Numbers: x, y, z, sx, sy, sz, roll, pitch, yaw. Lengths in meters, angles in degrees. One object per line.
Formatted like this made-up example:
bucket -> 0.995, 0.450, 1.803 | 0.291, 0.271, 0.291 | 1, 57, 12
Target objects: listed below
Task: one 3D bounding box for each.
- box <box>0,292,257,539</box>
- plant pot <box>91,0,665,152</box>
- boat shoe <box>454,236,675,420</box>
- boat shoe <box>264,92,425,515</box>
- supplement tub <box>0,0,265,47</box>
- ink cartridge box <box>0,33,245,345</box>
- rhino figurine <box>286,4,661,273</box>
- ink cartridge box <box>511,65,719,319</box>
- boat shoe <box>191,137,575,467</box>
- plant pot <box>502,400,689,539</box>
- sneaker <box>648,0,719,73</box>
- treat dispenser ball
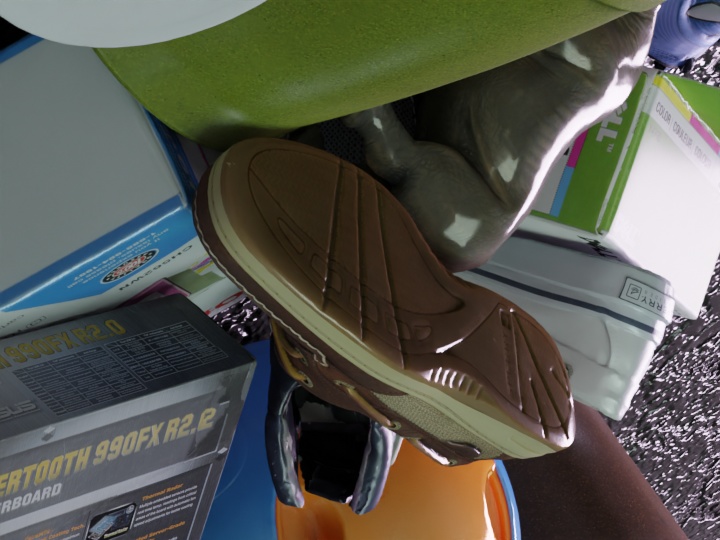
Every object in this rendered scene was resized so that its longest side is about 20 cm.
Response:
box -> -0.140, 0.103, 0.846 | 0.199, 0.048, 0.159 | -17, 134, -45
plant pot -> 0.000, -0.140, 0.804 | 0.192, 0.201, 0.200 | -30, 151, 26
boat shoe -> 0.039, 0.015, 1.030 | 0.073, 0.199, 0.067 | 26, 81, -43
boat shoe -> 0.000, 0.000, 0.948 | 0.074, 0.093, 0.201 | 3, 115, 6
supplement tub -> -0.083, -0.173, 0.654 | 0.144, 0.200, 0.145 | -20, 148, -13
ink cartridge box -> -0.122, -0.010, 0.908 | 0.144, 0.085, 0.200 | -29, 171, 3
rhino figurine -> 0.064, -0.085, 0.913 | 0.087, 0.060, 0.200 | 44, 76, -16
ink cartridge box -> 0.133, -0.029, 1.018 | 0.148, 0.199, 0.076 | 33, 76, -63
boat shoe -> -0.002, 0.022, 0.866 | 0.072, 0.072, 0.200 | -22, 145, 30
plant pot -> 0.092, 0.167, 1.279 | 0.199, 0.199, 0.201 | -20, 148, -13
sneaker -> 0.148, -0.136, 1.022 | 0.199, 0.079, 0.089 | -9, 151, -15
treat dispenser ball -> -0.024, 0.131, 1.136 | 0.200, 0.201, 0.201 | -20, 148, -13
